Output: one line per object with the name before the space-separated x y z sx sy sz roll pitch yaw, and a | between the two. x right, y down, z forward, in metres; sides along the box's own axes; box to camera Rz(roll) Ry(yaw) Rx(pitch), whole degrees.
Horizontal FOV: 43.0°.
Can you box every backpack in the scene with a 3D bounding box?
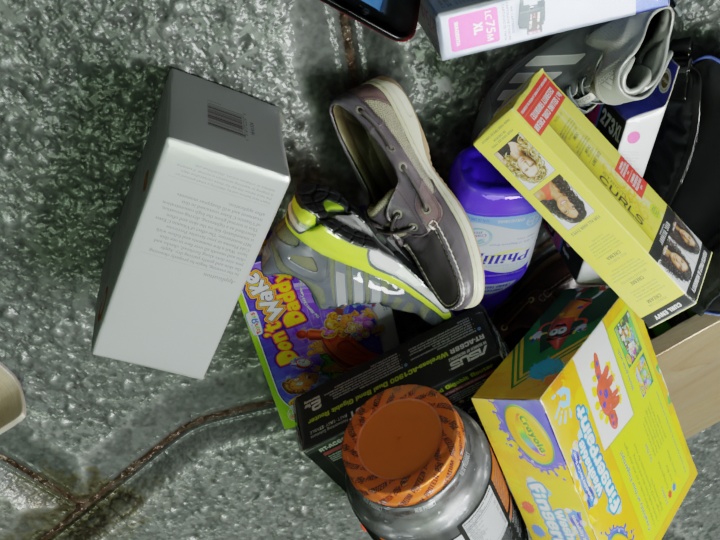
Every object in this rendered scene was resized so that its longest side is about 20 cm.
backpack | 0.311 -0.067 0.766 0.153 0.201 0.192 -12 144 -43

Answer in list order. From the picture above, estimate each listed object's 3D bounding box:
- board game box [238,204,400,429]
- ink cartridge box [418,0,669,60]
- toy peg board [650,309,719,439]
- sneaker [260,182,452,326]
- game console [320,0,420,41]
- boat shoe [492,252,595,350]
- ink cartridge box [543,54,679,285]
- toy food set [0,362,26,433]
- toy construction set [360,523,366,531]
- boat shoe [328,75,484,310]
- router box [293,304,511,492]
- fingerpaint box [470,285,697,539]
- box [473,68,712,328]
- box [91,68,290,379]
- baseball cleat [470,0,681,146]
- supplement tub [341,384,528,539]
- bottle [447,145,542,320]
board game box | -0.035 0.049 0.862 0.133 0.045 0.202 -15 125 0
ink cartridge box | 0.139 -0.211 0.670 0.197 0.120 0.042 -16 123 0
toy peg board | 0.302 0.093 0.939 0.199 0.099 0.199 -32 139 13
sneaker | 0.000 0.000 0.769 0.199 0.074 0.081 30 121 -34
game console | -0.013 -0.283 0.595 0.198 0.119 0.173 22 118 -24
boat shoe | 0.172 0.050 0.887 0.199 0.071 0.070 -38 122 14
ink cartridge box | 0.207 -0.097 0.776 0.037 0.095 0.202 4 123 -12
toy food set | -0.422 0.100 0.818 0.142 0.061 0.201 -30 124 11
toy construction set | 0.071 0.194 0.960 0.199 0.092 0.132 -34 124 0
boat shoe | 0.033 -0.056 0.731 0.064 0.072 0.202 -22 88 -31
router box | 0.059 0.135 0.833 0.198 0.063 0.150 -28 133 11
fingerpaint box | 0.194 0.142 0.772 0.073 0.167 0.202 -6 116 46
box | 0.180 -0.055 0.699 0.200 0.075 0.050 45 136 -5
box | -0.140 -0.035 0.737 0.096 0.125 0.201 16 120 -21
baseball cleat | 0.166 -0.145 0.728 0.069 0.107 0.201 24 119 -30
supplement tub | 0.062 0.190 0.756 0.121 0.123 0.201 -22 132 6
bottle | 0.109 -0.022 0.803 0.082 0.066 0.201 -3 143 -5
